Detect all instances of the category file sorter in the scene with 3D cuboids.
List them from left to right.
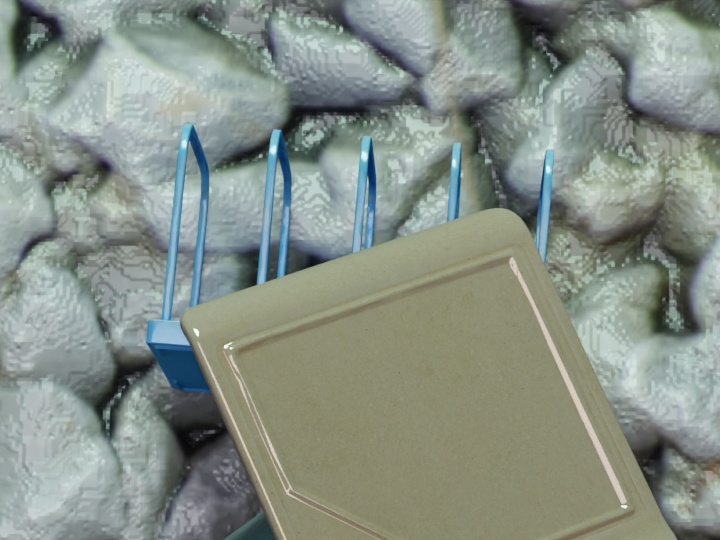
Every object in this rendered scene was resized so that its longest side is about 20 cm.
[{"bbox_3d":[0.000,0.000,1.546,0.200,0.139,0.123,4,78,3],"label":"file sorter"}]

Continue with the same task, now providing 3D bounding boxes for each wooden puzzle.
[{"bbox_3d":[0.031,0.080,1.417,0.185,0.037,0.200,-18,70,-24],"label":"wooden puzzle"}]

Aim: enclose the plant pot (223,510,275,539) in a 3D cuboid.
[{"bbox_3d":[-0.027,0.213,1.483,0.196,0.200,0.196,-35,82,-4],"label":"plant pot"}]
